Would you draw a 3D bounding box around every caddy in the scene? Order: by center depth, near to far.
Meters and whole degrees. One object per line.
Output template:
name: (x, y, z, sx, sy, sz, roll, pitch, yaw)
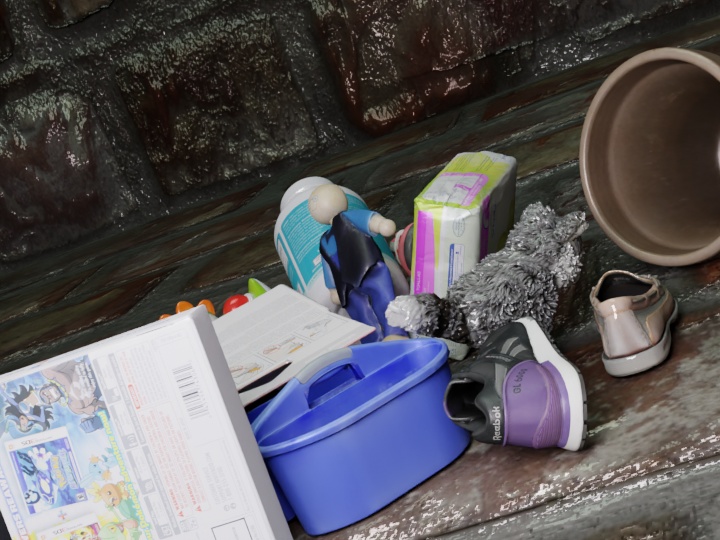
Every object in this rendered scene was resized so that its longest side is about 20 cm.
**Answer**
caddy: (-0.012, 0.114, 1.160, 0.199, 0.106, 0.141, -28, 12, -32)

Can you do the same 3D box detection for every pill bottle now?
pill bottle: (-0.026, -0.015, 1.606, 0.110, 0.111, 0.201, -22, 42, -4)

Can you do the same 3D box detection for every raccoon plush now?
raccoon plush: (0.118, 0.001, 1.265, 0.096, 0.135, 0.199, 20, 4, 32)

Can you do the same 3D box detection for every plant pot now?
plant pot: (0.336, -0.111, 1.442, 0.173, 0.203, 0.199, -8, -1, -42)

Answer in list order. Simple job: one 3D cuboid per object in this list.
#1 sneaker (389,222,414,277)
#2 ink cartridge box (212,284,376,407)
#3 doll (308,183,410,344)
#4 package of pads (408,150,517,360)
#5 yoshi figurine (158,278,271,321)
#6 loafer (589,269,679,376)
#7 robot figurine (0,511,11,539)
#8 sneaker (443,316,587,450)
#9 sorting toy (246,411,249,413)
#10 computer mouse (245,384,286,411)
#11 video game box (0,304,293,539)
sneaker: (0.064, -0.015, 1.609, 0.086, 0.075, 0.200, 8, -1, 20)
ink cartridge box: (-0.102, 0.090, 1.262, 0.199, 0.045, 0.176, -29, 25, -22)
doll: (0.000, 0.000, 1.437, 0.048, 0.201, 0.137, -4, -35, -29)
package of pads: (0.099, -0.023, 1.468, 0.067, 0.156, 0.200, 7, 19, 15)
yoshi figurine: (-0.129, 0.090, 1.621, 0.198, 0.113, 0.112, -11, 46, -27)
loafer: (0.221, 0.026, 1.255, 0.071, 0.063, 0.200, -19, 11, 13)
robot figurine: (-0.326, 0.204, 1.278, 0.124, 0.152, 0.200, 0, 20, 29)
sneaker: (0.099, 0.080, 1.131, 0.086, 0.077, 0.200, -3, 8, -8)
sorting toy: (-0.128, 0.161, 1.312, 0.198, 0.037, 0.185, -8, 16, 28)
computer mouse: (-0.131, 0.108, 1.357, 0.139, 0.046, 0.200, -4, 29, 25)
video game box: (-0.155, 0.146, 1.037, 0.180, 0.202, 0.047, -18, 7, 12)
